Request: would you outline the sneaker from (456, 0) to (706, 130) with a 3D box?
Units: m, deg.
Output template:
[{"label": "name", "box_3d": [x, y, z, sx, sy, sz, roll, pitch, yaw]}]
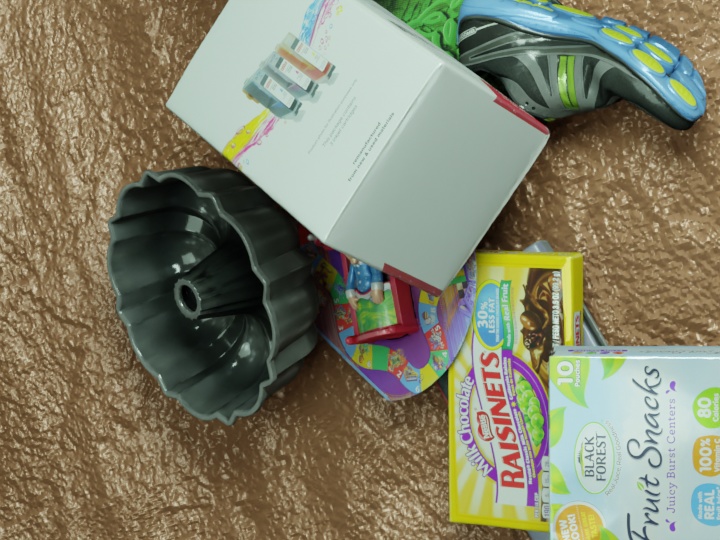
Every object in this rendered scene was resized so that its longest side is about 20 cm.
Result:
[{"label": "sneaker", "box_3d": [0.154, -0.137, 1.440, 0.198, 0.071, 0.083, 22, 112, 28]}]

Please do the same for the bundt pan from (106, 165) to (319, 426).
[{"label": "bundt pan", "box_3d": [-0.105, 0.011, 1.565, 0.201, 0.075, 0.204, 23, 123, 40]}]

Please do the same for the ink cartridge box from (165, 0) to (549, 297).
[{"label": "ink cartridge box", "box_3d": [-0.004, -0.107, 1.422, 0.200, 0.145, 0.145, 42, 101, 39]}]

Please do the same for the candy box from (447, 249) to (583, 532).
[{"label": "candy box", "box_3d": [0.111, 0.087, 1.480, 0.101, 0.026, 0.202, 2, 97, 31]}]

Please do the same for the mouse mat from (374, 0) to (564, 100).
[{"label": "mouse mat", "box_3d": [0.053, -0.155, 1.526, 0.161, 0.008, 0.200, 45, 113, 16]}]

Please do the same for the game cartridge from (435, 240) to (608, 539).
[{"label": "game cartridge", "box_3d": [0.133, 0.097, 1.502, 0.129, 0.038, 0.201, -34, 81, 22]}]

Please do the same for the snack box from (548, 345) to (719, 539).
[{"label": "snack box", "box_3d": [0.230, 0.125, 1.413, 0.198, 0.053, 0.144, 0, 96, 9]}]

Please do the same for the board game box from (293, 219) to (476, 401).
[{"label": "board game box", "box_3d": [0.000, 0.000, 1.519, 0.200, 0.039, 0.159, 43, 122, 36]}]
